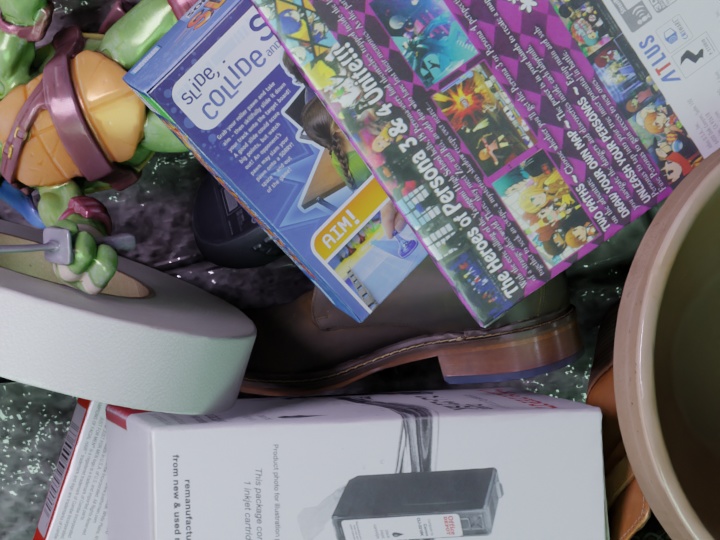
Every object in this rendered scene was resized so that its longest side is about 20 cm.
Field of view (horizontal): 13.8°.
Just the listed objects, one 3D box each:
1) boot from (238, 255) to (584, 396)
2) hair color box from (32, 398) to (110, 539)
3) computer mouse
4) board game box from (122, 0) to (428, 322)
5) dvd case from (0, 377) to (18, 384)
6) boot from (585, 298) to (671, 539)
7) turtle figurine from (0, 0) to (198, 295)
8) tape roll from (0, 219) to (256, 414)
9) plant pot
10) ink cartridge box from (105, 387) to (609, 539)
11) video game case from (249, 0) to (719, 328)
[{"bbox_3d":[0.000,0.000,1.342,0.200,0.075,0.097,-5,105,22],"label":"boot"},{"bbox_3d":[-0.047,0.122,1.403,0.200,0.064,0.111,19,89,-10],"label":"hair color box"},{"bbox_3d":[0.008,-0.062,1.285,0.200,0.059,0.034,-33,139,23],"label":"computer mouse"},{"bbox_3d":[0.022,-0.097,1.181,0.200,0.034,0.135,-45,113,-6],"label":"board game box"},{"bbox_3d":[-0.224,0.047,1.322,0.146,0.200,0.022,-5,89,10],"label":"dvd case"},{"bbox_3d":[0.171,0.037,1.285,0.200,0.155,0.077,-34,120,29],"label":"boot"},{"bbox_3d":[-0.106,-0.074,1.209,0.194,0.144,0.200,-21,146,8],"label":"turtle figurine"},{"bbox_3d":[-0.144,0.012,1.270,0.202,0.203,0.037,16,97,-9],"label":"tape roll"},{"bbox_3d":[0.179,0.039,1.185,0.201,0.201,0.093,28,167,-19],"label":"plant pot"},{"bbox_3d":[-0.004,0.099,1.305,0.199,0.144,0.084,-1,92,-13],"label":"ink cartridge box"},{"bbox_3d":[0.065,-0.107,1.142,0.181,0.036,0.200,-36,112,1],"label":"video game case"}]
